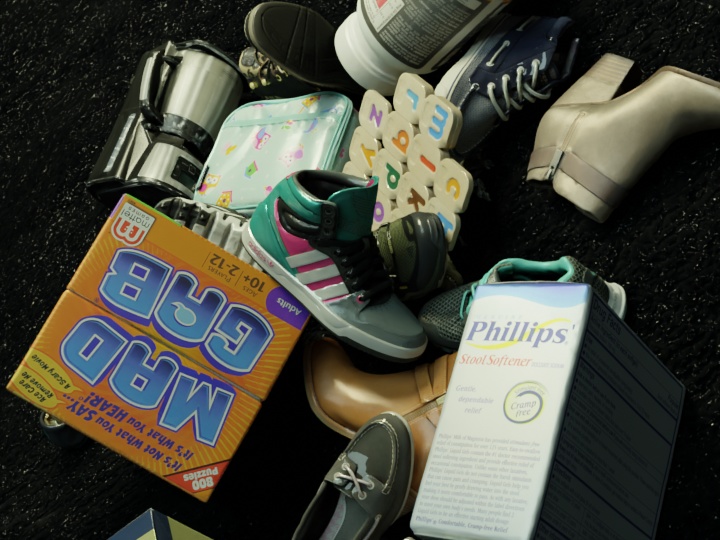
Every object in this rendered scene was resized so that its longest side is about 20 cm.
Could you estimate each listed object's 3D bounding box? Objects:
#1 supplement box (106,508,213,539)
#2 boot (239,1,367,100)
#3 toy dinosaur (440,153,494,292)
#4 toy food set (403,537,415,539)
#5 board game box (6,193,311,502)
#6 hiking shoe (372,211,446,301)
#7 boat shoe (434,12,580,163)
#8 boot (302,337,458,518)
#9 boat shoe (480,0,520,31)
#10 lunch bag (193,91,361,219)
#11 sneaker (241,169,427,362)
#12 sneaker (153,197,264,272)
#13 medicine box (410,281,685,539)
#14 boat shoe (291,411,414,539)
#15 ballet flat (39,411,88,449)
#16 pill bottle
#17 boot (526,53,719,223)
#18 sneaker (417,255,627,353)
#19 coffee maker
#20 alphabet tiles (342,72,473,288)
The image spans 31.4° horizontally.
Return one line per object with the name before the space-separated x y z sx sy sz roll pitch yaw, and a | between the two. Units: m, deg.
supplement box | -0.140 0.339 1.048 0.134 0.200 0.200 -36 45 15
boot | -0.079 -0.232 1.398 0.150 0.199 0.074 3 84 46
toy dinosaur | 0.087 -0.074 1.258 0.088 0.047 0.201 -32 43 27
toy food set | 0.047 0.326 1.006 0.144 0.060 0.200 -48 43 2
board game box | -0.186 0.078 1.207 0.200 0.199 0.200 -61 5 -11
hiking shoe | 0.000 0.000 1.198 0.200 0.100 0.076 -33 65 52
boat shoe | 0.141 -0.179 1.247 0.092 0.075 0.200 6 54 38
boot | 0.039 0.107 1.140 0.155 0.077 0.200 -40 49 19
boat shoe | 0.168 -0.326 1.342 0.202 0.074 0.065 -33 49 27
lunch bag | -0.086 -0.117 1.402 0.199 0.077 0.161 1 63 39
sneaker | -0.004 -0.020 1.116 0.200 0.084 0.121 38 124 13
sneaker | -0.117 -0.025 1.328 0.091 0.199 0.067 -66 1 -80
medicine box | 0.148 0.137 0.963 0.103 0.182 0.201 -1 61 38
boat shoe | -0.014 0.213 1.087 0.067 0.057 0.201 33 109 27
ballet flat | -0.292 0.105 1.427 0.073 0.073 0.200 23 78 46
pill bottle | 0.067 -0.270 1.288 0.200 0.116 0.117 -39 40 41
boot | 0.244 -0.111 1.145 0.200 0.070 0.147 27 87 47
sneaker | 0.128 0.022 1.123 0.199 0.091 0.078 -11 55 34
coffee maker | -0.234 -0.153 1.532 0.192 0.134 0.201 -26 40 61
alphabet tiles | 0.042 -0.082 1.235 0.196 0.015 0.201 47 129 46
